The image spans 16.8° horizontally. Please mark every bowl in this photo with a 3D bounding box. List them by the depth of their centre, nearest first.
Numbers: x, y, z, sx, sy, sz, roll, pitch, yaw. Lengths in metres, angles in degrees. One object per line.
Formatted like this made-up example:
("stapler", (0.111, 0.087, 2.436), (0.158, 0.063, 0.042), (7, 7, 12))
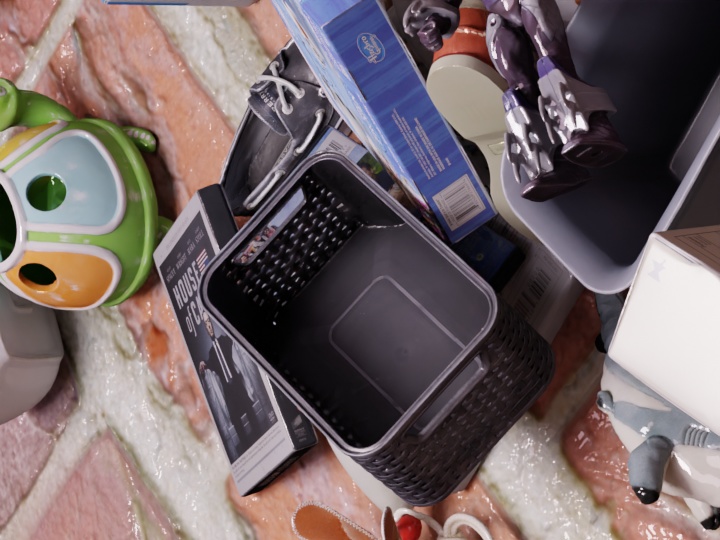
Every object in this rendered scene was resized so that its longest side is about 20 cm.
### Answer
("bowl", (-0.305, 0.022, 1.944), (0.074, 0.200, 0.201), (-17, 84, 13))

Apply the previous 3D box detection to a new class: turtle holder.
("turtle holder", (-0.233, -0.061, 1.883), (0.141, 0.131, 0.186), (-4, 91, 47))

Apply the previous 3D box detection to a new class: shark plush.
("shark plush", (0.199, 0.075, 1.516), (0.083, 0.091, 0.200), (-43, 40, 18))

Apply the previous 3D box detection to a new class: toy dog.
("toy dog", (0.003, 0.146, 1.651), (0.132, 0.096, 0.201), (-29, 75, 50))

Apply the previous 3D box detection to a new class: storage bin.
("storage bin", (0.190, -0.100, 1.429), (0.146, 0.134, 0.200), (48, 125, 33))
("storage bin", (0.009, 0.035, 1.546), (0.135, 0.094, 0.200), (-47, 53, 0))

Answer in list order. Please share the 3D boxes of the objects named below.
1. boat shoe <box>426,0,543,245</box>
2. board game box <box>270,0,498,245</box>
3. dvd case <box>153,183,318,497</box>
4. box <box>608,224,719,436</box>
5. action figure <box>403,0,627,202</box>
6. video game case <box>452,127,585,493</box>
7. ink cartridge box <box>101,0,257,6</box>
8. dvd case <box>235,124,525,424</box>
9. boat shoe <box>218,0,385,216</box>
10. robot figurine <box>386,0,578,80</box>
("boat shoe", (0.104, -0.086, 1.513), (0.071, 0.200, 0.063), (-10, 48, 31))
("board game box", (-0.007, -0.140, 1.553), (0.043, 0.200, 0.199), (-34, 41, -2))
("dvd case", (-0.094, 0.053, 1.778), (0.201, 0.025, 0.150), (68, 158, 11))
("box", (0.239, 0.025, 1.339), (0.095, 0.199, 0.078), (38, 120, 38))
("action figure", (0.090, -0.145, 1.385), (0.130, 0.069, 0.201), (-37, 67, 43))
("video game case", (0.055, 0.019, 1.666), (0.182, 0.022, 0.200), (50, 127, 32))
("ink cartridge box", (-0.150, -0.294, 1.763), (0.085, 0.144, 0.200), (-46, 62, 39))
("dvd case", (0.000, 0.000, 1.641), (0.200, 0.018, 0.143), (35, 86, 39))
("boat shoe", (-0.047, -0.119, 1.726), (0.072, 0.068, 0.200), (51, 128, 30))
("robot figurine", (0.098, -0.186, 1.533), (0.170, 0.113, 0.200), (48, 135, -12))
